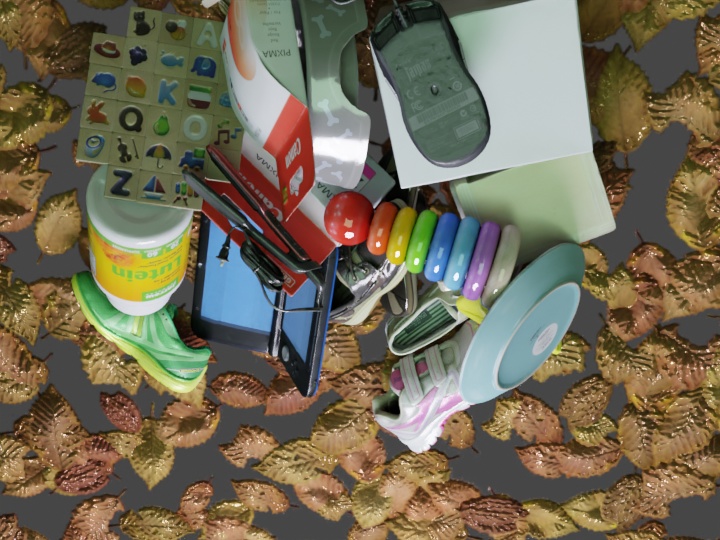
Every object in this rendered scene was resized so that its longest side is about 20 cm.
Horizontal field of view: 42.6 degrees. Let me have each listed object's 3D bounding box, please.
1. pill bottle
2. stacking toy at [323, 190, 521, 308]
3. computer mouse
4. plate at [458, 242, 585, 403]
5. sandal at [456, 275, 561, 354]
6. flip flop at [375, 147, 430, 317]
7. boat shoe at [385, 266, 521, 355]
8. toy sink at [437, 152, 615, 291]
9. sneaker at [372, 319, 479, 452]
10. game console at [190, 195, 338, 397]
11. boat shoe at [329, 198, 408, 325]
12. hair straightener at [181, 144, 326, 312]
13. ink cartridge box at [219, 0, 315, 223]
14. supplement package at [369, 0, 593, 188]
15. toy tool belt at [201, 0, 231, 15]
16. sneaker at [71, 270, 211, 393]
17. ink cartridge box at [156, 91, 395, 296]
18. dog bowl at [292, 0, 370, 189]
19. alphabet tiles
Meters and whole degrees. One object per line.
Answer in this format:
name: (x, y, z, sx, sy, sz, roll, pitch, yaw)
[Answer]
pill bottle: (-0.245, -0.030, 1.024, 0.109, 0.112, 0.201, 18, 149, -4)
stacking toy: (0.057, -0.032, 0.926, 0.197, 0.086, 0.087, 18, 113, 5)
computer mouse: (0.074, -0.201, 0.794, 0.139, 0.046, 0.202, -30, 102, 10)
plate: (0.177, 0.063, 0.960, 0.025, 0.199, 0.202, 37, 116, 30)
sandal: (0.180, 0.034, 1.050, 0.079, 0.199, 0.088, 30, 99, 37)
flip flop: (0.054, -0.047, 1.062, 0.057, 0.081, 0.204, -13, 108, -31)
boat shoe: (0.113, 0.036, 1.092, 0.199, 0.062, 0.072, -40, 105, 17)
toy sink: (0.158, -0.082, 1.004, 0.197, 0.131, 0.113, -20, 110, 13)
sneaker: (0.084, 0.135, 1.109, 0.087, 0.082, 0.201, 22, 118, -26)
game console: (-0.117, 0.026, 1.080, 0.116, 0.171, 0.203, -2, 116, -24)
boat shoe: (0.000, 0.000, 1.044, 0.064, 0.074, 0.201, -10, 145, -34)
hair straightener: (-0.111, -0.027, 0.930, 0.077, 0.041, 0.200, -43, 100, -11)
ink cartridge box: (-0.092, -0.158, 0.876, 0.049, 0.162, 0.204, -5, 82, -16)
supplement package: (0.117, -0.196, 0.921, 0.188, 0.201, 0.149, -10, 112, 9)
toy tool belt: (-0.063, -0.318, 0.925, 0.197, 0.123, 0.126, -23, 110, 13)
sneaker: (-0.267, 0.063, 1.136, 0.199, 0.074, 0.084, 41, 86, -10)
ink cartridge box: (-0.086, -0.102, 0.979, 0.200, 0.174, 0.044, 43, 147, -2)
dog bowl: (-0.038, -0.181, 0.901, 0.058, 0.201, 0.203, -3, 114, -11)
alphabet tiles: (-0.200, -0.166, 0.947, 0.163, 0.006, 0.204, 7, 81, -8)
